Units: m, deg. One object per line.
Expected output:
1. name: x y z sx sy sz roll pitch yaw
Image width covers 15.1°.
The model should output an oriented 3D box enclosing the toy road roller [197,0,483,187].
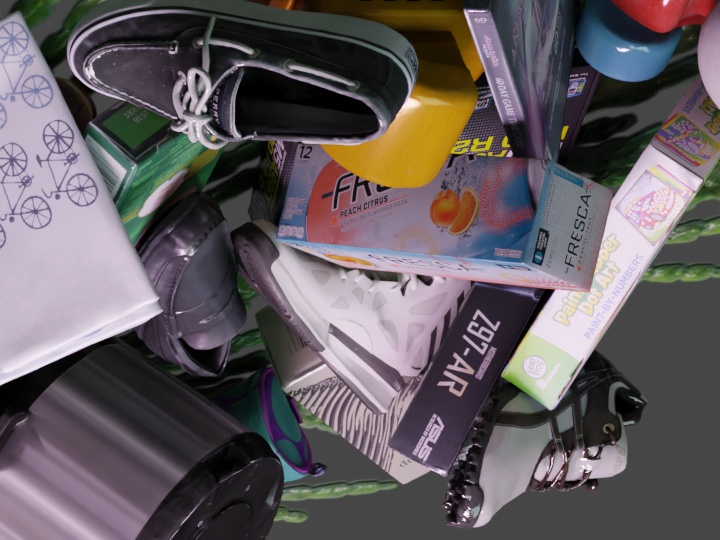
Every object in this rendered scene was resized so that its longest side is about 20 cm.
1. toy road roller: -0.018 -0.125 1.522 0.200 0.146 0.123 -3 143 -26

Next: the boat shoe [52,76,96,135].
1. boat shoe: -0.227 -0.043 1.610 0.200 0.072 0.068 -45 175 20

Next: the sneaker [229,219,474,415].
1. sneaker: 0.000 0.000 1.728 0.115 0.076 0.201 -44 139 -2

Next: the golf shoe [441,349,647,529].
1. golf shoe: 0.121 0.107 1.711 0.200 0.094 0.078 -50 166 -49

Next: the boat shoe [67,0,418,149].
1. boat shoe: -0.071 -0.099 1.456 0.199 0.068 0.074 10 133 14

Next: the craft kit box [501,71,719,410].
1. craft kit box: 0.179 -0.035 1.700 0.198 0.048 0.200 -57 176 34

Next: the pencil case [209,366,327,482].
1. pencil case: -0.129 0.150 1.920 0.200 0.085 0.092 -29 173 14

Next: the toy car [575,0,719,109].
1. toy car: 0.247 -0.148 1.575 0.177 0.200 0.184 -14 148 -26

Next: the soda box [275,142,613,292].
1. soda box: 0.046 -0.032 1.587 0.200 0.064 0.068 5 169 43

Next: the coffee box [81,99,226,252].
1. coffee box: -0.143 -0.037 1.625 0.123 0.044 0.200 -40 166 -43

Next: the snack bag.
1. snack bag: -0.238 -0.021 1.530 0.200 0.189 0.021 -25 -178 6

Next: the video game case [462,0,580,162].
1. video game case: 0.095 -0.151 1.559 0.019 0.143 0.200 2 151 15

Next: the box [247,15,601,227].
1. box: 0.039 -0.083 1.710 0.200 0.044 0.160 -8 146 -19

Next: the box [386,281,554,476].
1. box: 0.086 0.054 1.792 0.160 0.043 0.200 -62 171 2

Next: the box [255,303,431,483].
1. box: 0.010 0.074 1.903 0.082 0.068 0.200 -31 146 13

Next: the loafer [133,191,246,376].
1. loafer: -0.099 0.011 1.663 0.068 0.070 0.201 -46 170 -20

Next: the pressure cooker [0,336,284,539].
1. pressure cooker: -0.172 0.137 1.783 0.179 0.200 0.176 -40 155 -38
